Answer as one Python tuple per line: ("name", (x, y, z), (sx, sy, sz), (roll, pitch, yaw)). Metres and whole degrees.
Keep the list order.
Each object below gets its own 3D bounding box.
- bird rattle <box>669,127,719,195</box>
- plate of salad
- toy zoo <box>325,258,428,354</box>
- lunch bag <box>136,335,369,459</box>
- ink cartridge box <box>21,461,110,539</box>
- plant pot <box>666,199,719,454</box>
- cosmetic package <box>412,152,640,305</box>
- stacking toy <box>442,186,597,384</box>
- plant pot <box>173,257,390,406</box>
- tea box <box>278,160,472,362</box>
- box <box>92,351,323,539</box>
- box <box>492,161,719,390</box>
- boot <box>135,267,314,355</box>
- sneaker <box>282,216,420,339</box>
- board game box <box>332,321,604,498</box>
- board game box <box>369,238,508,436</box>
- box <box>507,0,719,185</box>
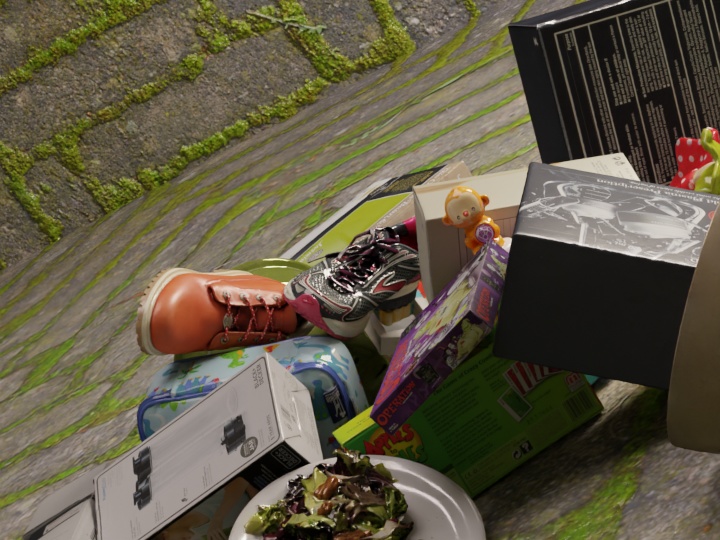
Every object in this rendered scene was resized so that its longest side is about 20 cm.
("bird rattle", (0.304, -0.062, 1.792), (0.163, 0.113, 0.200), (-50, 11, -3))
("plate of salad", (-0.004, 0.201, 1.463), (0.198, 0.048, 0.201), (-4, 37, 3))
("toy zoo", (0.057, 0.031, 1.850), (0.130, 0.021, 0.200), (-8, 30, -18))
("lunch bag", (-0.086, 0.151, 1.718), (0.198, 0.162, 0.083), (-11, 24, 12))
("ink cartridge box", (-0.226, 0.276, 1.669), (0.084, 0.145, 0.200), (-30, 13, 11))
("plant pot", (0.299, 0.038, 1.287), (0.134, 0.202, 0.200), (15, 34, 20))
("cosmetic package", (0.151, -0.033, 1.732), (0.198, 0.106, 0.071), (-8, 30, -6))
("stacking toy", (0.132, 0.013, 1.668), (0.116, 0.201, 0.110), (-28, 14, 13))
("plant pot", (-0.054, 0.105, 1.866), (0.200, 0.201, 0.190), (-36, 26, -16))
("tea box", (0.029, -0.003, 2.122), (0.200, 0.134, 0.196), (-39, 14, -26))
("box", (-0.129, 0.173, 1.613), (0.199, 0.060, 0.117), (-36, 35, 14))
("box", (0.214, 0.005, 1.509), (0.198, 0.105, 0.182), (10, 23, 5))
("boot", (-0.116, 0.037, 1.730), (0.107, 0.076, 0.200), (9, 12, 30))
("sneaker", (0.000, 0.000, 1.756), (0.200, 0.080, 0.075), (-30, -25, -56))
("board game box", (0.089, 0.123, 1.588), (0.199, 0.102, 0.048), (-33, 12, -5))
("board game box", (0.067, 0.049, 1.543), (0.120, 0.032, 0.200), (-52, 4, 18))
("box", (0.274, -0.179, 1.944), (0.197, 0.202, 0.123), (-17, 10, -10))
